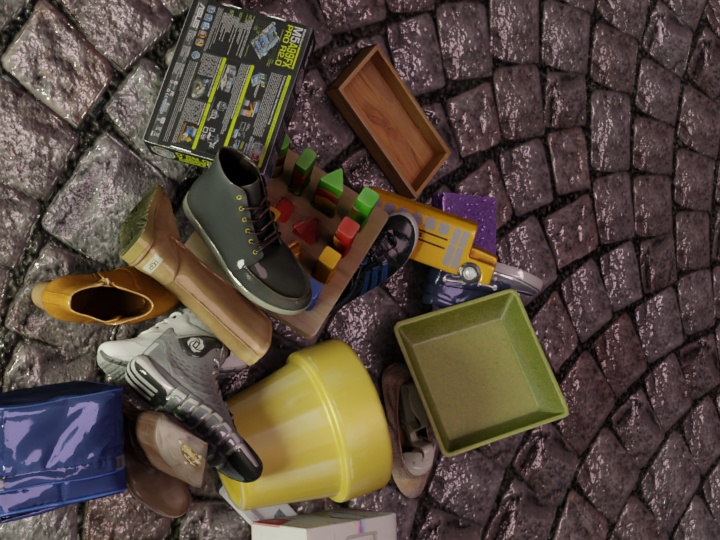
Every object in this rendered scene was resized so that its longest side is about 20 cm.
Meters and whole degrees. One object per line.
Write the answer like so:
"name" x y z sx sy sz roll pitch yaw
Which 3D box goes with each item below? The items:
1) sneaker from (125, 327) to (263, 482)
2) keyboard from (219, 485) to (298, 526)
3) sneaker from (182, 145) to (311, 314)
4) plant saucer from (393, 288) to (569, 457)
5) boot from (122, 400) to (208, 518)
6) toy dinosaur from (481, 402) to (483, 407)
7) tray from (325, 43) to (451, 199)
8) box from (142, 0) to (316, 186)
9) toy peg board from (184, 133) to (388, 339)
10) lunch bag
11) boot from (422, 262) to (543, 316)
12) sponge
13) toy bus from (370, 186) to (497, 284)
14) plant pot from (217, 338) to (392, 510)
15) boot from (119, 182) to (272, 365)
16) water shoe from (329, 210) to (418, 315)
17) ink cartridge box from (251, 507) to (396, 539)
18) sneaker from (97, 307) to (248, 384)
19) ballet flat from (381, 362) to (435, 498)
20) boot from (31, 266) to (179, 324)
"sneaker" -0.166 0.143 1.305 0.200 0.075 0.116 46 50 -10
"keyboard" -0.111 0.334 1.497 0.201 0.011 0.057 52 55 -26
"sneaker" -0.120 -0.043 1.303 0.200 0.106 0.075 46 49 4
"plant saucer" 0.163 0.147 1.581 0.198 0.048 0.202 -15 69 -17
"boot" -0.214 0.229 1.293 0.064 0.199 0.187 -47 116 -28
"toy dinosaur" 0.156 0.157 1.691 0.180 0.105 0.202 28 39 -25
"tray" 0.042 -0.209 1.603 0.099 0.037 0.201 -51 118 -26
"box" -0.158 -0.221 1.380 0.158 0.044 0.202 15 77 6
"toy peg board" -0.087 -0.059 1.404 0.199 0.098 0.200 32 67 2
"lunch bag" -0.356 0.200 1.222 0.198 0.135 0.134 -6 93 -37
"boot" 0.177 0.029 1.658 0.198 0.073 0.092 17 87 -27
"sponge" 0.157 -0.013 1.697 0.111 0.030 0.203 0 89 -38
"toy bus" 0.095 -0.046 1.557 0.198 0.065 0.079 19 100 3
"plant pot" -0.085 0.208 1.413 0.187 0.200 0.203 -18 101 -21
"boot" -0.194 0.005 1.336 0.200 0.066 0.176 42 20 -23
"water shoe" 0.000 0.000 1.491 0.200 0.079 0.072 -41 93 1
"ink cartridge box" -0.032 0.355 1.482 0.198 0.116 0.069 3 84 -43
"sneaker" -0.232 0.092 1.375 0.198 0.074 0.088 1 72 -41
"ballet flat" 0.072 0.233 1.604 0.068 0.067 0.203 -19 102 -36
"boot" -0.264 0.035 1.289 0.199 0.143 0.072 -1 95 -38
